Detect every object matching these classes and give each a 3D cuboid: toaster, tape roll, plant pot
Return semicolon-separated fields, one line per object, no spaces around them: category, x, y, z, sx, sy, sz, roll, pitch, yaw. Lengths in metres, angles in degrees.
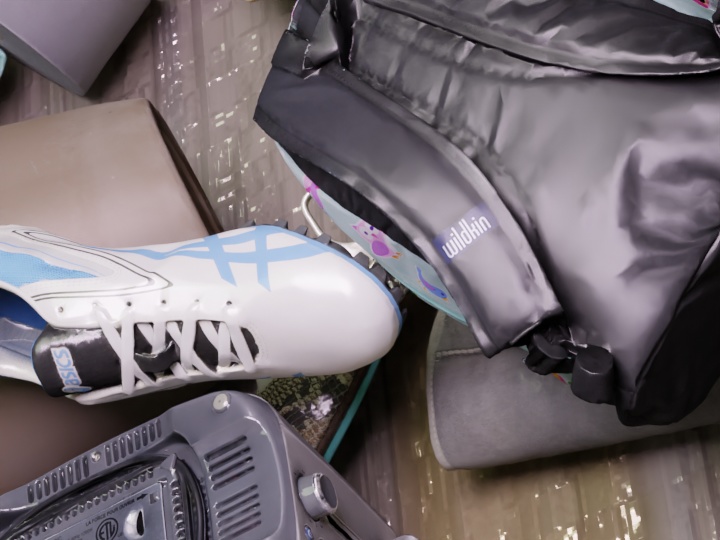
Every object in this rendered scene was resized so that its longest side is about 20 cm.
toaster;-0.074;0.140;1.159;0.200;0.129;0.114;-28;48;21
tape roll;-0.195;-0.166;1.402;0.200;0.200;0.066;30;84;46
plant pot;-0.143;0.014;1.272;0.173;0.200;0.200;-28;47;2

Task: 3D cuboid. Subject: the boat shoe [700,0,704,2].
boat shoe;0.134;-0.113;1.194;0.201;0.072;0.060;-17;50;27

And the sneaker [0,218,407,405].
sneaker;-0.078;0.023;1.125;0.200;0.072;0.073;1;42;24

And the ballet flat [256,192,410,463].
ballet flat;0.000;0.000;1.227;0.200;0.075;0.068;-54;7;-3

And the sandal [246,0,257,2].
sandal;-0.097;-0.178;1.385;0.070;0.078;0.212;-15;31;-14

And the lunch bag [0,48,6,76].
lunch bag;-0.304;-0.105;1.433;0.170;0.200;0.122;-5;59;49

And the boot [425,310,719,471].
boot;0.111;0.052;1.109;0.200;0.073;0.182;-7;45;28

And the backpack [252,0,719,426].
backpack;0.061;-0.042;1.076;0.200;0.127;0.167;28;78;29
